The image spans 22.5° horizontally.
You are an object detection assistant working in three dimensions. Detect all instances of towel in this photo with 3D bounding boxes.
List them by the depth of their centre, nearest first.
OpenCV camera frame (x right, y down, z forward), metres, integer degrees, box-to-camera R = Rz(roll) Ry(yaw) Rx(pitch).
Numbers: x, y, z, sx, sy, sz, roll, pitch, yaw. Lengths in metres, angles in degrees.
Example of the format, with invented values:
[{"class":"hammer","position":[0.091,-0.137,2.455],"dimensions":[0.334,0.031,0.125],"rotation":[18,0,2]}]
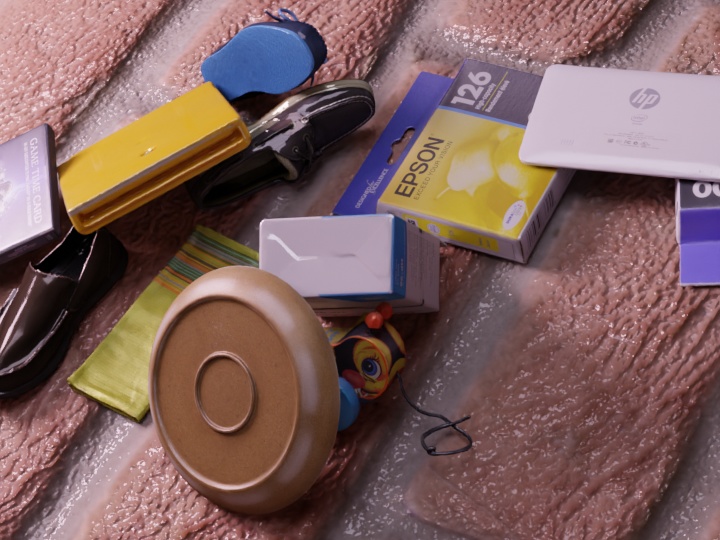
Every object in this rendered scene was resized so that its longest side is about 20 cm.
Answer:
[{"class":"towel","position":[-0.170,0.044,1.617],"dimensions":[0.086,0.018,0.200],"rotation":[21,58,29]}]

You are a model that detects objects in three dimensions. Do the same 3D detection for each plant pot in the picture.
[{"class":"plant pot","position":[-0.102,0.097,1.456],"dimensions":[0.199,0.201,0.027],"rotation":[30,20,32]}]

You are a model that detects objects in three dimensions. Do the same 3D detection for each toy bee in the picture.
[{"class":"toy bee","position":[-0.004,0.070,1.492],"dimensions":[0.198,0.109,0.131],"rotation":[3,26,4]}]

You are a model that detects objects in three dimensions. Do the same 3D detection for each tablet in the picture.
[{"class":"tablet","position":[0.250,-0.135,1.620],"dimensions":[0.199,0.014,0.131],"rotation":[7,50,18]}]

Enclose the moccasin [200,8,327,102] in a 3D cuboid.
[{"class":"moccasin","position":[-0.086,-0.211,1.727],"dimensions":[0.068,0.081,0.200],"rotation":[-31,17,-29]}]

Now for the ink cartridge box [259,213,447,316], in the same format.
[{"class":"ink cartridge box","position":[0.000,0.000,1.533],"dimensions":[0.115,0.200,0.067],"rotation":[-3,83,16]}]

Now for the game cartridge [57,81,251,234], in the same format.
[{"class":"game cartridge","position":[-0.195,-0.107,1.677],"dimensions":[0.176,0.033,0.200],"rotation":[-29,18,-3]}]

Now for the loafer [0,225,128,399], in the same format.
[{"class":"loafer","position":[-0.287,0.026,1.622],"dimensions":[0.073,0.072,0.201],"rotation":[16,55,25]}]

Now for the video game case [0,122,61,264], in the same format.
[{"class":"video game case","position":[-0.374,-0.047,1.710],"dimensions":[0.199,0.019,0.143],"rotation":[-23,47,11]}]

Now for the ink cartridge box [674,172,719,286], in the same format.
[{"class":"ink cartridge box","position":[0.373,-0.077,1.578],"dimensions":[0.197,0.044,0.201],"rotation":[-2,51,11]}]

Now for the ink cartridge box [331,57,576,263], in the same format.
[{"class":"ink cartridge box","position":[0.100,-0.111,1.670],"dimensions":[0.199,0.047,0.198],"rotation":[17,56,23]}]

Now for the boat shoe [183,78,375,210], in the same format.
[{"class":"boat shoe","position":[-0.072,-0.112,1.697],"dimensions":[0.200,0.072,0.066],"rotation":[-23,54,0]}]
